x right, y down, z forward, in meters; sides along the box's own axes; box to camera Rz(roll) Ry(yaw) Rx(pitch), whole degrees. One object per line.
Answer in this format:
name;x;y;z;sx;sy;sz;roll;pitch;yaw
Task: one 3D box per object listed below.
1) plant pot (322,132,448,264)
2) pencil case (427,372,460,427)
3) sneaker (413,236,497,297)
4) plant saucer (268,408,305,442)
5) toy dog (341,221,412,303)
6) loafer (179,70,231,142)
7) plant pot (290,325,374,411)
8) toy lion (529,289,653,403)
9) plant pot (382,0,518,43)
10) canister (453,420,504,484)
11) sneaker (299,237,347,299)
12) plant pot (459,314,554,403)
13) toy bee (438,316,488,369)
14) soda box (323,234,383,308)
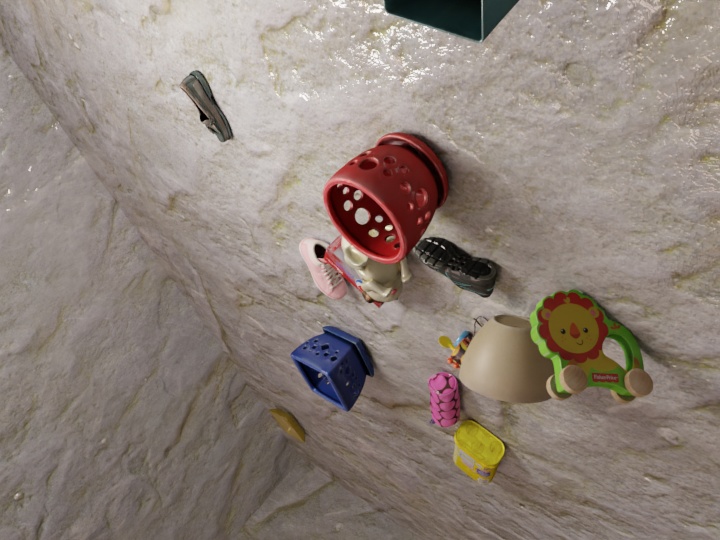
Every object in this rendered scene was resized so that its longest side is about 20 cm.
plant pot;0.058;-0.143;1.224;0.200;0.182;0.201;36;153;21
pencil case;0.233;0.365;1.839;0.094;0.090;0.201;44;156;35
sneaker;0.193;-0.002;1.357;0.199;0.075;0.080;30;153;31
plant saucer;-0.392;0.837;3.554;0.199;0.048;0.201;5;134;53
toy dog;0.031;-0.003;1.534;0.193;0.140;0.201;20;147;43
loafer;-0.405;-0.412;1.677;0.071;0.063;0.201;21;146;42
plant pot;-0.079;0.307;2.118;0.199;0.180;0.201;19;144;43
toy lion;0.400;0.130;1.149;0.197;0.194;0.069;5;156;-10
plant pot;0.133;-0.385;0.725;0.140;0.200;0.142;29;151;29
canister;0.347;0.547;1.932;0.148;0.087;0.201;34;154;24
sneaker;-0.091;-0.002;1.792;0.201;0.075;0.104;58;158;-15
plant pot;0.310;0.169;1.338;0.199;0.199;0.136;18;108;45
toy bee;0.238;0.192;1.541;0.130;0.109;0.201;28;150;36
soda box;0.000;0.000;1.671;0.200;0.063;0.070;42;154;10
